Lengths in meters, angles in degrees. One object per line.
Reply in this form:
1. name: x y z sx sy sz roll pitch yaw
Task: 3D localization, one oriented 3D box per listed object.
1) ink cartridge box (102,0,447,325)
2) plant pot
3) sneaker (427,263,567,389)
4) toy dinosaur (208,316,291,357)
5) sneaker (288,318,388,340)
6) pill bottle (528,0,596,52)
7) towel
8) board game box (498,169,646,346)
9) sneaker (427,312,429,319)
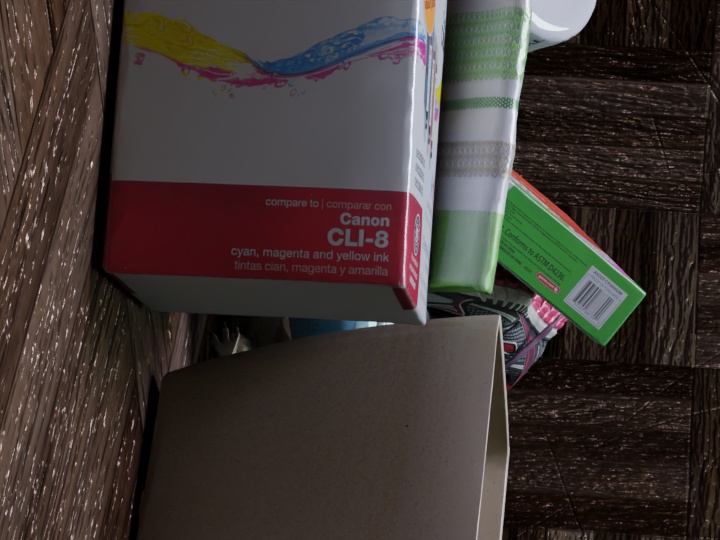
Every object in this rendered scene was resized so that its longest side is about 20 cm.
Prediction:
1. ink cartridge box: -0.036 -0.084 1.342 0.145 0.144 0.201 54 39 -80
2. plant pot: -0.020 0.146 1.465 0.200 0.176 0.201 80 15 -65
3. sneaker: 0.069 0.029 1.710 0.075 0.080 0.200 -59 151 2
4. toy dinosaur: -0.055 0.047 1.660 0.101 0.058 0.201 77 17 -74
5. sneaker: -0.043 -0.026 1.527 0.130 0.079 0.201 -2 93 -47
6. pill bottle: 0.029 -0.158 1.596 0.106 0.199 0.107 16 67 -45
7. towel: 0.028 -0.087 1.437 0.149 0.031 0.201 -3 -102 55
8. board game box: 0.078 -0.041 1.661 0.040 0.153 0.200 -50 -163 5
9. sneaker: 0.035 -0.020 1.886 0.073 0.084 0.201 72 -7 -64
